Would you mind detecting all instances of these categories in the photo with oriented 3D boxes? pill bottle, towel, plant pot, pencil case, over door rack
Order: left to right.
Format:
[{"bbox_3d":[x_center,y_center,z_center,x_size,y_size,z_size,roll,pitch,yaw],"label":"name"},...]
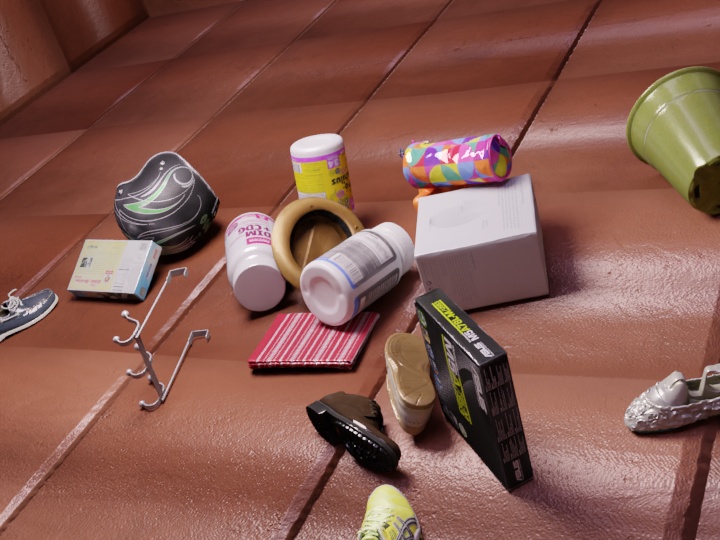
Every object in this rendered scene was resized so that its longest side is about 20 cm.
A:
[{"bbox_3d":[-0.342,0.114,1.676,0.065,0.150,0.201,2,36,23],"label":"over door rack"},{"bbox_3d":[-0.193,-0.016,1.830,0.111,0.115,0.201,-19,30,0],"label":"pill bottle"},{"bbox_3d":[-0.079,0.116,1.640,0.196,0.023,0.145,-2,32,24],"label":"towel"},{"bbox_3d":[-0.067,-0.148,1.872,0.102,0.204,0.105,-9,21,3],"label":"pill bottle"},{"bbox_3d":[0.000,0.000,1.674,0.112,0.116,0.199,8,29,39],"label":"pill bottle"},{"bbox_3d":[0.162,-0.190,1.698,0.197,0.090,0.088,1,35,39],"label":"pencil case"},{"bbox_3d":[0.565,-0.198,1.632,0.196,0.202,0.192,-17,43,4],"label":"plant pot"}]

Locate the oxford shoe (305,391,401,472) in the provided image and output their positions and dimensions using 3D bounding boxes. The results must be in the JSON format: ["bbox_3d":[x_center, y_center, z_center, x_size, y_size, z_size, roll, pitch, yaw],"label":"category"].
[{"bbox_3d":[0.004,0.214,1.382,0.084,0.074,0.199,-30,32,-22],"label":"oxford shoe"}]

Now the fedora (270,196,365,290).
[{"bbox_3d":[-0.079,-0.033,1.790,0.200,0.201,0.082,-41,-8,-33],"label":"fedora"}]

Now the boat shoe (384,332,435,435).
[{"bbox_3d":[0.067,0.161,1.428,0.072,0.070,0.201,7,26,-3],"label":"boat shoe"}]

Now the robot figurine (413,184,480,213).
[{"bbox_3d":[0.188,-0.154,1.826,0.116,0.145,0.199,41,59,18],"label":"robot figurine"}]

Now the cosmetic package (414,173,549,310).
[{"bbox_3d":[0.201,-0.044,1.630,0.196,0.125,0.201,-12,30,14],"label":"cosmetic package"}]

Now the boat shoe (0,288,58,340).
[{"bbox_3d":[-0.718,0.088,2.024,0.198,0.063,0.075,-31,30,-19],"label":"boat shoe"}]

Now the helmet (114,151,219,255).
[{"bbox_3d":[-0.412,-0.128,2.065,0.191,0.201,0.199,-45,36,-14],"label":"helmet"}]

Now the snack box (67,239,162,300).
[{"bbox_3d":[-0.504,-0.002,2.020,0.197,0.037,0.118,2,66,33],"label":"snack box"}]

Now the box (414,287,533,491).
[{"bbox_3d":[0.144,0.149,1.274,0.047,0.203,0.193,-22,30,-10],"label":"box"}]

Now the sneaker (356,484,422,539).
[{"bbox_3d":[0.030,0.324,1.181,0.074,0.077,0.201,-16,29,10],"label":"sneaker"}]

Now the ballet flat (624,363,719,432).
[{"bbox_3d":[0.426,0.150,1.242,0.196,0.073,0.072,-13,30,13],"label":"ballet flat"}]
